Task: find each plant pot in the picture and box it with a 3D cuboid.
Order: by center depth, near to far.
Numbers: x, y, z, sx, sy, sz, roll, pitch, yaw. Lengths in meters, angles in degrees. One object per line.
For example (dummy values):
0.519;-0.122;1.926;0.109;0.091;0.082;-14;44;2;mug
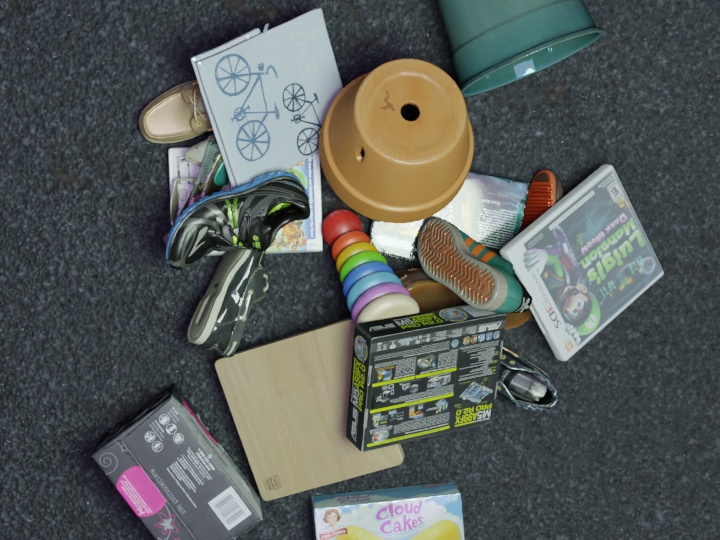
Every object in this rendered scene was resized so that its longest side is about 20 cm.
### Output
0.053;-0.173;1.603;0.200;0.140;0.201;2;76;-7;plant pot
0.180;-0.350;1.636;0.200;0.200;0.196;-22;88;-3;plant pot

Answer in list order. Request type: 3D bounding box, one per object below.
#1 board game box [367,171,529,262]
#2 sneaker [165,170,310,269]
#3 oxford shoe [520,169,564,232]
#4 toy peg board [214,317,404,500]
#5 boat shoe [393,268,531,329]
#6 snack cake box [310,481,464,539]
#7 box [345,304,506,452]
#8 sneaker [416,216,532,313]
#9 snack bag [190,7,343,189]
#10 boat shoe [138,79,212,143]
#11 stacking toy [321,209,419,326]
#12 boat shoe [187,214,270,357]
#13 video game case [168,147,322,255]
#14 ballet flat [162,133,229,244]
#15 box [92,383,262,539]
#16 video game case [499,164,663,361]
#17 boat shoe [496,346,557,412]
0.116;-0.071;1.725;0.199;0.028;0.136;12;94;-7;board game box
-0.152;-0.056;1.605;0.199;0.071;0.083;-26;57;-15;sneaker
0.264;-0.036;1.731;0.072;0.071;0.201;-6;99;-26;oxford shoe
-0.060;0.176;1.711;0.199;0.098;0.200;-17;96;12;toy peg board
0.133;0.030;1.712;0.200;0.070;0.071;11;109;-24;boat shoe
0.037;0.356;1.735;0.199;0.067;0.115;-5;96;-5;snack cake box
0.082;0.132;1.615;0.200;0.044;0.161;-9;117;-28;box
0.144;0.000;1.641;0.080;0.200;0.071;19;109;-37;sneaker
-0.104;-0.221;1.636;0.200;0.021;0.189;-31;120;-24;snack bag
-0.193;-0.219;1.664;0.200;0.069;0.074;-22;96;-3;boat shoe
0.000;0.000;1.657;0.085;0.200;0.085;-17;140;-15;stacking toy
-0.153;0.015;1.670;0.068;0.072;0.200;29;79;-24;boat shoe
-0.151;-0.093;1.705;0.199;0.018;0.144;-2;95;-5;video game case
-0.204;-0.114;1.662;0.071;0.069;0.200;23;93;13;ballet flat
-0.235;0.269;1.680;0.132;0.115;0.200;-36;98;-3;box
0.296;-0.010;1.699;0.200;0.023;0.182;-39;113;-19;video game case
0.171;0.124;1.715;0.200;0.091;0.071;25;92;-7;boat shoe
